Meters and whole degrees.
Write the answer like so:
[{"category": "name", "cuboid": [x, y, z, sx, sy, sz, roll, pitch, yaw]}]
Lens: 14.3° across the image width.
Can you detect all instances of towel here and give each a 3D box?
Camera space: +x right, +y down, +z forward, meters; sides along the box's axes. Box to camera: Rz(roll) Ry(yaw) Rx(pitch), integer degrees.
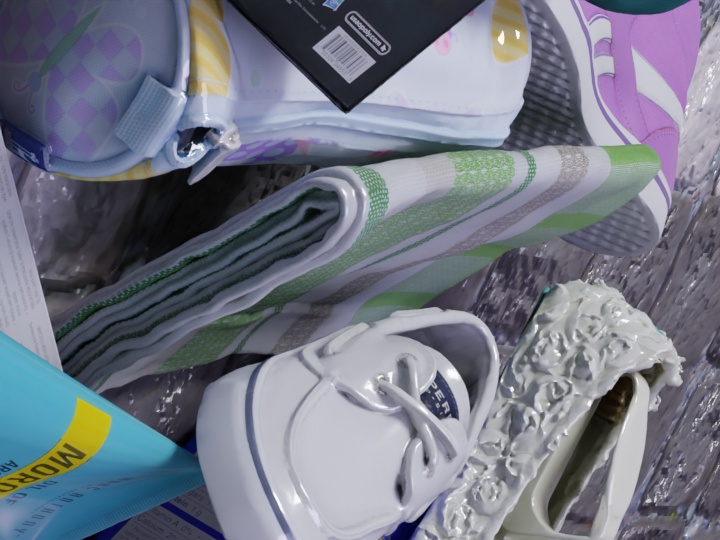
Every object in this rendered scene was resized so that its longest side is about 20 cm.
[{"category": "towel", "cuboid": [0.000, 0.000, 0.963, 0.149, 0.031, 0.200, -27, 169, 33]}]

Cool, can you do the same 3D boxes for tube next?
[{"category": "tube", "cuboid": [-0.127, 0.033, 0.812, 0.200, 0.077, 0.051, 40, 37, -48]}]

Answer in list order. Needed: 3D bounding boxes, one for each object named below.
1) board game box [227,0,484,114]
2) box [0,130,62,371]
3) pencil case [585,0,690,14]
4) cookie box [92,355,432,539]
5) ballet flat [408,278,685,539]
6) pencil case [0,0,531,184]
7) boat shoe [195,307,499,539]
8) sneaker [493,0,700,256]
[{"category": "board game box", "cuboid": [-0.017, -0.146, 0.744, 0.135, 0.028, 0.200, -38, 125, 14]}, {"category": "box", "cuboid": [-0.125, -0.024, 0.818, 0.041, 0.039, 0.200, -43, 147, -26]}, {"category": "pencil case", "cuboid": [0.032, -0.137, 0.870, 0.200, 0.092, 0.085, 11, 77, -46]}, {"category": "cookie box", "cuboid": [-0.049, 0.152, 1.064, 0.200, 0.075, 0.171, -45, 147, -26]}, {"category": "ballet flat", "cuboid": [0.055, 0.097, 1.041, 0.200, 0.072, 0.072, -63, 152, -4]}, {"category": "pencil case", "cuboid": [-0.027, -0.069, 0.881, 0.200, 0.091, 0.083, -6, 121, -57]}, {"category": "boat shoe", "cuboid": [0.002, 0.047, 0.920, 0.065, 0.074, 0.200, -24, -171, 16]}, {"category": "sneaker", "cuboid": [0.071, -0.103, 1.051, 0.201, 0.072, 0.115, 54, 49, -54]}]
